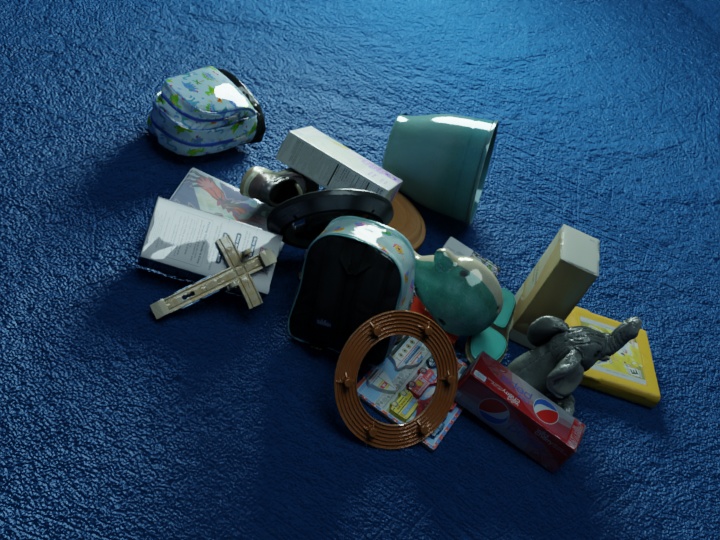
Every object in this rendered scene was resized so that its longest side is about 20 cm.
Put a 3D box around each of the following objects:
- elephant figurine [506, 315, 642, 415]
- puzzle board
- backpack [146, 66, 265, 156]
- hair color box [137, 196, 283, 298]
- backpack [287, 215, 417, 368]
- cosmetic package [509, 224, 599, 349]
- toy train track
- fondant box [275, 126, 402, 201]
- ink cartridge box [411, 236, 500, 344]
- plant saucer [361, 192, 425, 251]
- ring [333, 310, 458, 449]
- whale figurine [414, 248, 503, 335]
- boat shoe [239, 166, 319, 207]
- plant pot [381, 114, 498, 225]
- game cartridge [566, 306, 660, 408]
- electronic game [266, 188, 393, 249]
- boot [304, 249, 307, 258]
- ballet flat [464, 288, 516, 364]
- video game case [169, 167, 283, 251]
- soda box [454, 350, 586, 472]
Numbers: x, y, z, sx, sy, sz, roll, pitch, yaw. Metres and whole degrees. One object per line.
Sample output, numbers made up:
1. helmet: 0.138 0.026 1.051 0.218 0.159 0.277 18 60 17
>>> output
1. elephant figurine: 0.319 0.135 1.542 0.141 0.200 0.155 39 40 13
2. puzzle board: 0.094 0.175 1.516 0.150 0.017 0.200 35 39 9
3. backpack: -0.280 -0.278 1.718 0.200 0.154 0.163 -31 72 -33
4. hair color box: -0.229 -0.031 1.491 0.199 0.061 0.101 17 73 -12
5. backpack: -0.002 0.019 1.465 0.175 0.201 0.153 21 36 16
6. cosmetic package: 0.325 0.032 1.659 0.071 0.200 0.105 24 38 -4
7. toy train track: -0.213 0.017 1.435 0.199 0.033 0.115 -27 88 -19
8. fondant box: -0.034 -0.176 1.709 0.199 0.058 0.144 32 17 4
9. ink cartridge box: 0.159 0.032 1.684 0.109 0.050 0.200 32 39 5
10. plant saucer: 0.027 -0.102 1.770 0.199 0.032 0.201 17 40 -14
11. ring: 0.056 0.157 1.400 0.199 0.202 0.019 6 2 -24
12. whale figurine: 0.127 0.032 1.562 0.199 0.159 0.104 26 60 27
13. boat shoe: -0.125 -0.134 1.654 0.065 0.072 0.200 35 15 24
14. plant pot: 0.143 -0.205 1.839 0.187 0.201 0.200 15 38 8
15. game cartridge: 0.426 0.143 1.731 0.199 0.033 0.177 19 39 -12
16. electronic game: -0.047 -0.080 1.524 0.199 0.200 0.042 2 69 -28
17. boot: 0.000 0.000 1.595 0.200 0.091 0.073 38 40 13
18. ballet flat: 0.210 0.109 1.618 0.070 0.071 0.200 28 42 1
19. video game case: -0.220 -0.076 1.606 0.199 0.023 0.183 25 39 -3
20. soda box: 0.241 0.217 1.499 0.200 0.070 0.063 36 40 2
